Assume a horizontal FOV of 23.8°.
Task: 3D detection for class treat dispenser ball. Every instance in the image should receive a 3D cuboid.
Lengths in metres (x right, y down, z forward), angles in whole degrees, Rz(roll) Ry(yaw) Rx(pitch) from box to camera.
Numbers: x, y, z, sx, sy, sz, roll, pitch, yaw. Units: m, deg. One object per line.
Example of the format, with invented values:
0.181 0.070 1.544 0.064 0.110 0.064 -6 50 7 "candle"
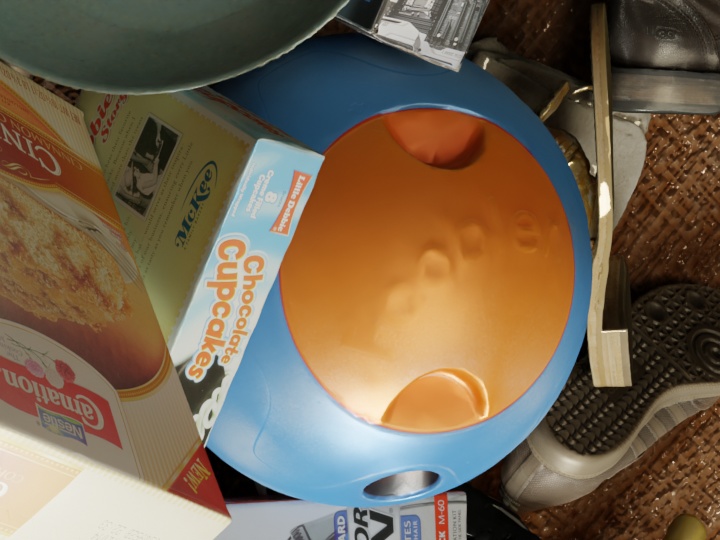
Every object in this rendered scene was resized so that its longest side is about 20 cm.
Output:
0.000 0.000 0.738 0.200 0.201 0.202 -13 117 -27 "treat dispenser ball"

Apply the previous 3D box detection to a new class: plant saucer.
-0.076 -0.155 0.660 0.201 0.201 0.039 -45 164 -8 "plant saucer"

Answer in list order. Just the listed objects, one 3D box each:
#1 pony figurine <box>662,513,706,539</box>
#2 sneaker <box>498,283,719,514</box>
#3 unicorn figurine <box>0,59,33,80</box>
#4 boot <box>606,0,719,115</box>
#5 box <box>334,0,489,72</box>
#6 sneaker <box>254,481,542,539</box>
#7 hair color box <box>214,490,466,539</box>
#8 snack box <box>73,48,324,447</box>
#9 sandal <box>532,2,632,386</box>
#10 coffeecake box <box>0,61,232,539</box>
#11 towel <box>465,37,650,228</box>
0.129 0.255 0.959 0.200 0.166 0.194 -36 154 -46 "pony figurine"
0.144 0.069 0.946 0.199 0.071 0.076 -24 158 -41 "sneaker"
-0.205 -0.047 0.667 0.199 0.074 0.138 -36 121 -11 "unicorn figurine"
0.193 -0.166 0.860 0.199 0.069 0.176 -3 97 -31 "boot"
0.023 -0.198 0.693 0.050 0.158 0.201 18 101 -36 "box"
0.045 0.139 0.882 0.199 0.112 0.073 28 93 -37 "sneaker"
-0.041 0.156 0.758 0.199 0.064 0.112 3 83 -39 "hair color box"
-0.095 0.025 0.655 0.037 0.116 0.201 14 104 -43 "snack box"
0.091 -0.026 0.827 0.069 0.078 0.213 -3 128 11 "sandal"
-0.142 0.003 0.557 0.073 0.201 0.153 -39 140 17 "coffeecake box"
0.065 -0.011 0.880 0.132 0.034 0.201 17 101 -35 "towel"
